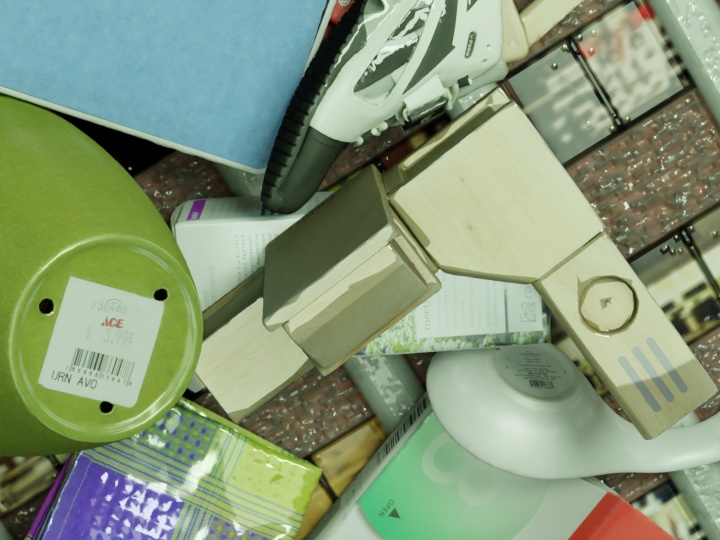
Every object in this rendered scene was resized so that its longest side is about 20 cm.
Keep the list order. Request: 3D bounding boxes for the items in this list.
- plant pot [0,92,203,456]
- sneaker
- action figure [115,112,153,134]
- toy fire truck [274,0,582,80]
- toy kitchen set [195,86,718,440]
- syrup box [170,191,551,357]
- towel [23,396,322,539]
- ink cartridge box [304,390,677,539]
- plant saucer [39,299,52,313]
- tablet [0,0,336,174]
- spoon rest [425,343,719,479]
[{"bbox_3d":[-0.157,0.014,0.907,0.186,0.200,0.189,-7,103,-30],"label":"plant pot"},{"bbox_3d":[0.026,-0.101,0.947,0.088,0.074,0.201,32,97,-14],"label":"sneaker"},{"bbox_3d":[-0.096,-0.180,0.981,0.099,0.065,0.201,28,102,-16],"label":"action figure"},{"bbox_3d":[0.055,-0.156,0.999,0.141,0.049,0.201,33,101,-9],"label":"toy fire truck"},{"bbox_3d":[0.043,0.046,0.905,0.199,0.163,0.181,-37,100,6],"label":"toy kitchen set"},{"bbox_3d":[0.000,0.000,1.019,0.198,0.081,0.079,-4,102,0],"label":"syrup box"},{"bbox_3d":[-0.118,0.172,1.049,0.143,0.023,0.201,28,79,-13],"label":"towel"},{"bbox_3d":[0.078,0.176,1.080,0.200,0.050,0.161,37,100,-7],"label":"ink cartridge box"},{"bbox_3d":[-0.258,-0.025,1.032,0.198,0.035,0.202,0,104,-1],"label":"plant saucer"},{"bbox_3d":[-0.116,-0.135,0.954,0.199,0.014,0.131,17,107,-15],"label":"tablet"},{"bbox_3d":[0.130,0.079,1.040,0.198,0.100,0.061,6,131,-16],"label":"spoon rest"}]
